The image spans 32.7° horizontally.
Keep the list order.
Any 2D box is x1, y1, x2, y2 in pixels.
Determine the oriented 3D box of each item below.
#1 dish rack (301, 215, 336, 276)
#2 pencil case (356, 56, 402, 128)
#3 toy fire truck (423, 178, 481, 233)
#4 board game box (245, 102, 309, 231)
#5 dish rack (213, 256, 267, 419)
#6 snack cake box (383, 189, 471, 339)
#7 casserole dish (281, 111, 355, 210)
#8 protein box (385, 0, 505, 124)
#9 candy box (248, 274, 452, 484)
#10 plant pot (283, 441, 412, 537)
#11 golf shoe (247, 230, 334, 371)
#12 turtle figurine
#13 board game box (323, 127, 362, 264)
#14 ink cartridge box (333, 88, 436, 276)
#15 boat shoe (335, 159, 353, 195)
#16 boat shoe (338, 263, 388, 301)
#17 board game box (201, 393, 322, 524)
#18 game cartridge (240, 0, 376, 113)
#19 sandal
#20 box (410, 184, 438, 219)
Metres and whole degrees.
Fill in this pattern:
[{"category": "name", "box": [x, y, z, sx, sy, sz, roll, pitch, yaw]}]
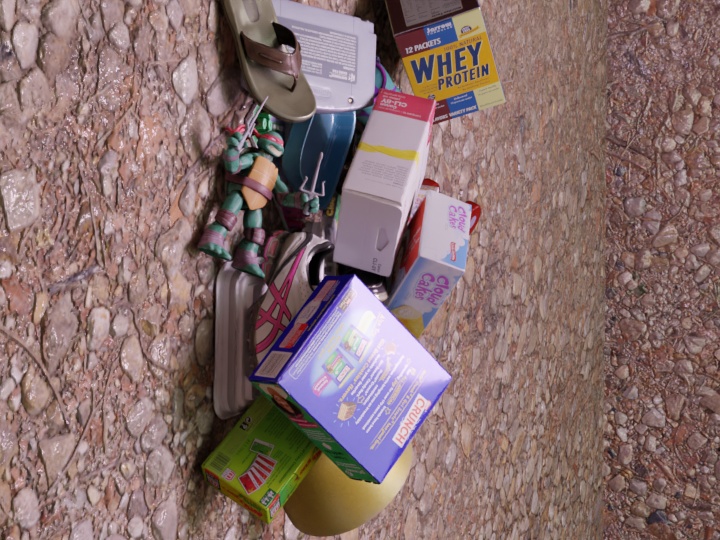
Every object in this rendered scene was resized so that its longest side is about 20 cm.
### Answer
[{"category": "dish rack", "box": [-0.062, 0.013, 1.676, 0.200, 0.043, 0.173, -5, 97, -85]}, {"category": "pencil case", "box": [0.029, -0.246, 1.857, 0.085, 0.092, 0.200, -45, 153, 2]}, {"category": "toy fire truck", "box": [0.109, -0.059, 2.077, 0.169, 0.112, 0.200, -65, 159, 13]}, {"category": "board game box", "box": [-0.082, -0.190, 1.681, 0.201, 0.026, 0.201, 71, 32, -43]}, {"category": "dish rack", "box": [-0.131, 0.085, 1.593, 0.171, 0.043, 0.201, -11, 103, -65]}, {"category": "snack cake box", "box": [0.080, 0.001, 1.662, 0.200, 0.067, 0.116, 119, -14, -51]}, {"category": "casserole dish", "box": [-0.058, -0.176, 1.659, 0.121, 0.039, 0.201, 59, 41, -53]}, {"category": "protein box", "box": [0.124, -0.375, 1.906, 0.199, 0.134, 0.201, 65, 12, -49]}, {"category": "candy box", "box": [-0.009, 0.132, 1.495, 0.200, 0.077, 0.169, 47, 66, -23]}, {"category": "plant pot", "box": [-0.050, 0.234, 1.655, 0.142, 0.199, 0.201, 55, 41, -30]}, {"category": "golf shoe", "box": [-0.085, 0.049, 1.528, 0.073, 0.092, 0.201, 23, 74, -66]}, {"category": "turtle figurine", "box": [-0.123, -0.101, 1.499, 0.149, 0.101, 0.201, 25, 82, -28]}, {"category": "board game box", "box": [-0.019, -0.110, 1.844, 0.105, 0.023, 0.201, 35, 62, -65]}, {"category": "ink cartridge box", "box": [0.032, -0.117, 1.617, 0.146, 0.083, 0.201, 98, 8, -49]}, {"category": "boat shoe", "box": [0.028, -0.167, 1.794, 0.200, 0.070, 0.071, -45, 161, -43]}, {"category": "boat shoe", "box": [0.000, 0.000, 1.680, 0.200, 0.071, 0.065, -87, 173, -77]}, {"category": "board game box", "box": [-0.097, 0.206, 1.541, 0.200, 0.101, 0.048, -51, 160, -27]}, {"category": "game cartridge", "box": [-0.066, -0.272, 1.581, 0.199, 0.041, 0.134, 6, 89, -38]}, {"category": "sandal", "box": [-0.110, -0.272, 1.488, 0.080, 0.057, 0.202, -33, 107, -33]}, {"category": "box", "box": [0.054, -0.033, 1.866, 0.101, 0.112, 0.201, -56, 152, -81]}]
